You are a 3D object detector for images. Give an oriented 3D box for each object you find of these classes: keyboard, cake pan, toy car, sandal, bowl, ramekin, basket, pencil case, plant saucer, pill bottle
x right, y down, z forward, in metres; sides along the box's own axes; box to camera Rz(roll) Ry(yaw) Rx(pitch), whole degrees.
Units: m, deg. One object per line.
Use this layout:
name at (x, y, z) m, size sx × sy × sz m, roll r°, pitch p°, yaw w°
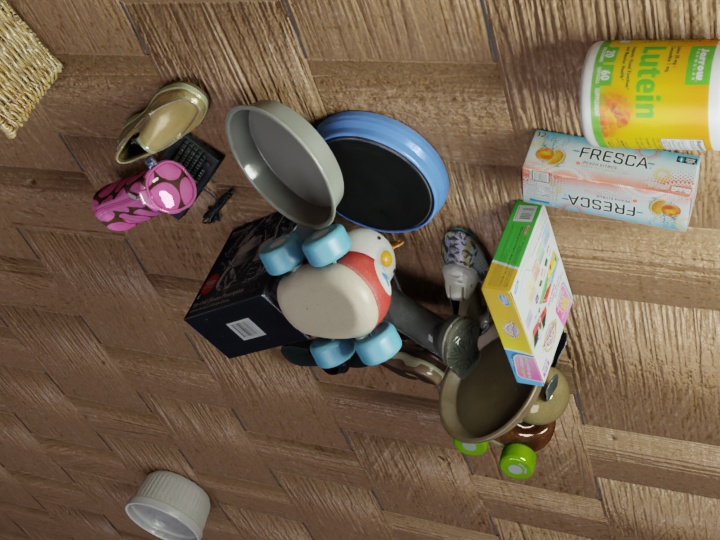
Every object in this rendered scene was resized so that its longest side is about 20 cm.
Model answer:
keyboard at (-0.250, -0.126, 1.675) m, size 0.127 × 0.021 × 0.200 m, roll 32°, pitch 147°, yaw -10°
cake pan at (-0.097, -0.144, 1.477) m, size 0.200 × 0.037 × 0.201 m, roll 35°, pitch 152°, yaw 22°
toy car at (0.247, 0.181, 1.660) m, size 0.157 × 0.165 × 0.200 m, roll 27°, pitch 137°, yaw -4°
sandal at (-0.057, 0.153, 1.908) m, size 0.199 × 0.048 × 0.075 m, roll -7°, pitch 135°, yaw 40°
bowl at (0.018, -0.125, 1.483) m, size 0.199 × 0.040 × 0.201 m, roll 17°, pitch 146°, yaw 12°
ramekin at (-0.459, 0.571, 2.695) m, size 0.198 × 0.106 × 0.201 m, roll 17°, pitch 147°, yaw 12°
basket at (-0.541, -0.287, 1.524) m, size 0.142 × 0.150 × 0.200 m, roll -5°, pitch 137°, yaw 37°
pencil case at (-0.331, -0.109, 1.662) m, size 0.199 × 0.094 × 0.091 m, roll -14°, pitch 109°, yaw 53°
plant saucer at (0.195, 0.163, 1.623) m, size 0.029 × 0.201 × 0.199 m, roll 35°, pitch 147°, yaw -30°
toy car at (0.000, 0.000, 1.512) m, size 0.176 × 0.200 × 0.185 m, roll -9°, pitch 115°, yaw 47°
pill bottle at (0.334, -0.180, 1.137) m, size 0.198 × 0.112 × 0.111 m, roll 5°, pitch 142°, yaw 27°

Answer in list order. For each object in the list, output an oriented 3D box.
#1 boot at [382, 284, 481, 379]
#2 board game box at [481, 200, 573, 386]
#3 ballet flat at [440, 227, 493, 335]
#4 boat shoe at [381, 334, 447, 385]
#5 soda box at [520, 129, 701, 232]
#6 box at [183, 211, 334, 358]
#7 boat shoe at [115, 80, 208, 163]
boot at (0.080, 0.065, 1.617) m, size 0.200 × 0.072 × 0.182 m, roll 42°, pitch 164°, yaw 23°
board game box at (0.224, 0.032, 1.464) m, size 0.040 × 0.154 × 0.201 m, roll 5°, pitch 142°, yaw 29°
ballet flat at (0.152, 0.028, 1.583) m, size 0.071 × 0.072 × 0.201 m, roll 8°, pitch 143°, yaw 24°
boat shoe at (0.084, 0.130, 1.767) m, size 0.074 × 0.075 × 0.202 m, roll 34°, pitch 169°, yaw -27°
soda box at (0.292, -0.106, 1.305) m, size 0.198 × 0.069 × 0.064 m, roll 13°, pitch 146°, yaw 19°
box at (-0.137, 0.016, 1.648) m, size 0.199 × 0.183 × 0.104 m, roll -17°, pitch 128°, yaw 45°
boat shoe at (-0.280, -0.194, 1.548) m, size 0.072 × 0.077 × 0.199 m, roll 38°, pitch 144°, yaw -20°
